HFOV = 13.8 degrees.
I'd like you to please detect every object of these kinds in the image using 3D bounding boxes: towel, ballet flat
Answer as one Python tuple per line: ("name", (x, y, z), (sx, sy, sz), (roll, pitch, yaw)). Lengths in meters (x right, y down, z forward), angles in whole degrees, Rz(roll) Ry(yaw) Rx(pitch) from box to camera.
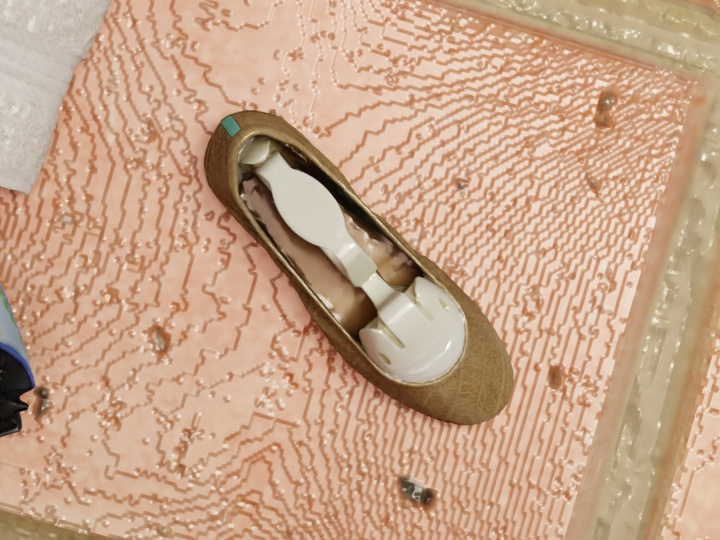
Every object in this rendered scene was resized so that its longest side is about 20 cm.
("towel", (-0.214, -0.130, 1.419), (0.199, 0.034, 0.133), (24, 90, -34))
("ballet flat", (0.000, 0.000, 1.455), (0.068, 0.072, 0.200), (-41, 93, -3))

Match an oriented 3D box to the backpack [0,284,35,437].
("backpack", (-0.265, 0.019, 1.377), (0.182, 0.200, 0.148), (-26, 72, -1))
